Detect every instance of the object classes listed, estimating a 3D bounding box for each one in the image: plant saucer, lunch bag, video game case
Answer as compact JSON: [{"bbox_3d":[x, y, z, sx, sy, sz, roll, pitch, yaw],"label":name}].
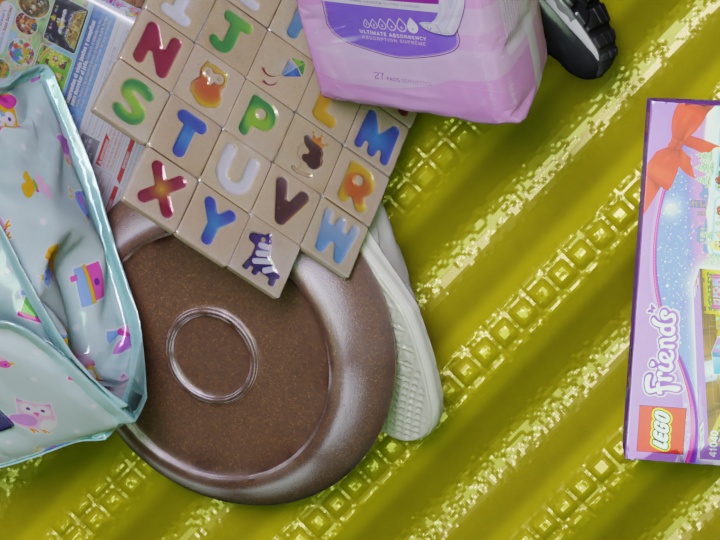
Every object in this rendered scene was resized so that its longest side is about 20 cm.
[{"bbox_3d":[-0.077,0.043,1.134,0.198,0.032,0.202,7,110,19],"label":"plant saucer"},{"bbox_3d":[-0.218,0.014,1.115,0.169,0.122,0.201,-20,94,28],"label":"lunch bag"},{"bbox_3d":[-0.167,-0.096,1.136,0.199,0.018,0.144,27,125,2],"label":"video game case"}]

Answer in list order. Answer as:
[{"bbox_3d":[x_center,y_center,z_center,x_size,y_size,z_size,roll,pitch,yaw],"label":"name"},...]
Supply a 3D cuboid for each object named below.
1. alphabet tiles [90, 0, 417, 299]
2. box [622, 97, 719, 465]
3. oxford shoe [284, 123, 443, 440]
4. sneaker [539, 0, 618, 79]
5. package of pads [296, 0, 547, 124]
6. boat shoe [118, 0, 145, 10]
[{"bbox_3d":[-0.048,-0.093,1.086,0.166,0.006,0.201,33,61,-20],"label":"alphabet tiles"},{"bbox_3d":[0.219,0.008,1.130,0.135,0.039,0.202,4,97,4],"label":"box"},{"bbox_3d":[0.000,0.000,1.142,0.075,0.058,0.201,-19,101,38],"label":"oxford shoe"},{"bbox_3d":[0.053,-0.168,1.121,0.200,0.076,0.088,47,113,3],"label":"sneaker"},{"bbox_3d":[0.022,-0.168,1.020,0.120,0.076,0.201,8,138,23],"label":"package of pads"},{"bbox_3d":[-0.103,-0.209,1.125,0.068,0.072,0.201,23,110,3],"label":"boat shoe"}]
